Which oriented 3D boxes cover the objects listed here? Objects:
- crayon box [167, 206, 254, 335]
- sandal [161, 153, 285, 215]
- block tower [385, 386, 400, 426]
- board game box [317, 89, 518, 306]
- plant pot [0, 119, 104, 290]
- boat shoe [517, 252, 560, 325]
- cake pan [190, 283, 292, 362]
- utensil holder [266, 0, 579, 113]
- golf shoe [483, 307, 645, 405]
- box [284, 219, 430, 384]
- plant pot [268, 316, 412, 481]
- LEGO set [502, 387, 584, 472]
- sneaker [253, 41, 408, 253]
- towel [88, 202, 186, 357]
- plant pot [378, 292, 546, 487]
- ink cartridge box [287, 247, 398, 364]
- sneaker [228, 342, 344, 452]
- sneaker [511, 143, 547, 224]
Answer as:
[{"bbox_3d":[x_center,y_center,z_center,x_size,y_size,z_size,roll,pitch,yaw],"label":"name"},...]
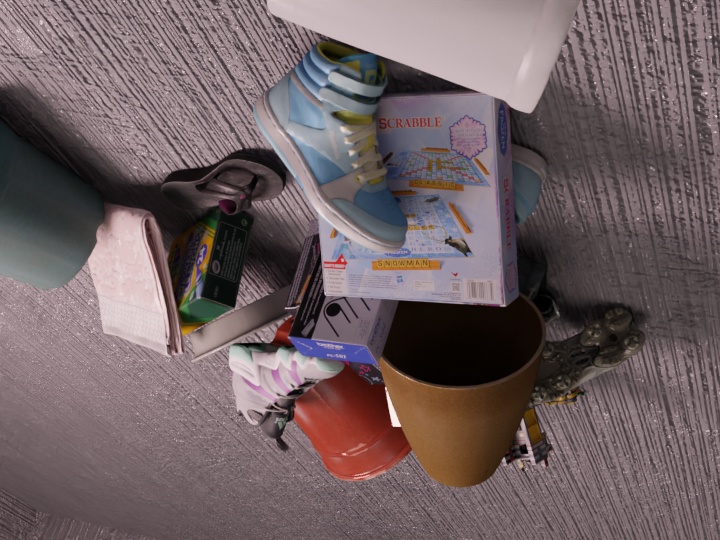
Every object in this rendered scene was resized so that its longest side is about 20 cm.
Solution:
[{"bbox_3d":[-0.213,0.008,1.387,0.051,0.126,0.200,20,155,-25],"label":"crayon box"},{"bbox_3d":[-0.163,-0.090,1.259,0.200,0.048,0.075,-9,143,44],"label":"sandal"},{"bbox_3d":[0.115,0.148,1.396,0.058,0.054,0.200,-7,-171,40],"label":"block tower"},{"bbox_3d":[0.050,-0.071,1.028,0.199,0.041,0.201,3,106,29],"label":"board game box"},{"bbox_3d":[-0.439,-0.078,1.318,0.199,0.201,0.196,-8,151,42],"label":"plant pot"},{"bbox_3d":[0.204,0.050,1.270,0.061,0.073,0.200,10,148,25],"label":"boat shoe"},{"bbox_3d":[-0.141,0.063,1.418,0.200,0.200,0.037,-26,90,55],"label":"cake pan"},{"bbox_3d":[0.054,-0.223,0.738,0.199,0.171,0.170,20,154,3],"label":"utensil holder"},{"bbox_3d":[0.247,0.118,1.293,0.199,0.079,0.097,-20,162,2],"label":"golf shoe"},{"bbox_3d":[0.022,0.036,1.289,0.114,0.133,0.200,-6,146,34],"label":"box"},{"bbox_3d":[-0.030,0.163,1.520,0.200,0.201,0.195,-6,137,40],"label":"plant pot"},{"bbox_3d":[0.209,0.209,1.461,0.199,0.117,0.153,-14,-176,39],"label":"LEGO set"},{"bbox_3d":[-0.003,-0.122,0.973,0.200,0.079,0.131,50,123,8],"label":"sneaker"},{"bbox_3d":[-0.303,0.007,1.383,0.199,0.032,0.192,12,116,50],"label":"towel"},{"bbox_3d":[0.110,0.141,1.198,0.185,0.187,0.201,10,129,17],"label":"plant pot"},{"bbox_3d":[0.000,0.000,1.155,0.093,0.201,0.044,4,149,25],"label":"ink cartridge box"},{"bbox_3d":[-0.094,0.166,1.377,0.077,0.141,0.199,0,179,-42],"label":"sneaker"},{"bbox_3d":[0.081,-0.094,1.058,0.199,0.082,0.074,11,152,15],"label":"sneaker"}]
